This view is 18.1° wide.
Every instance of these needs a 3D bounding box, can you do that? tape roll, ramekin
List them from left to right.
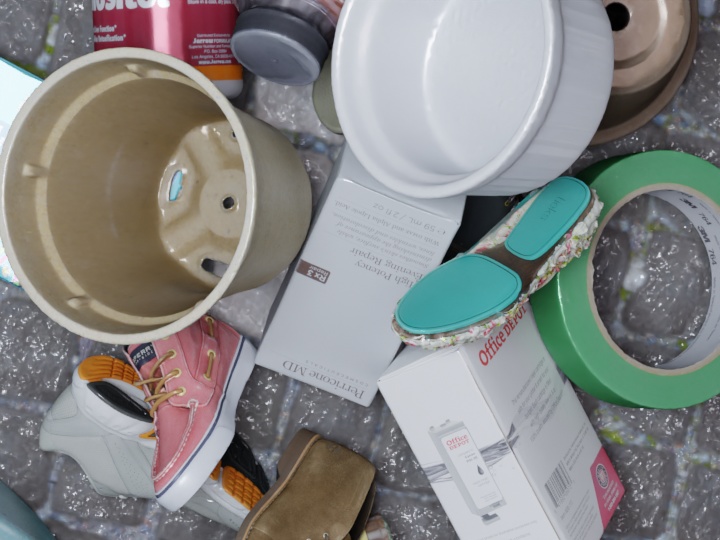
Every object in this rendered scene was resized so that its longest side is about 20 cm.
[{"bbox_3d":[0.083,-0.147,1.591,0.097,0.200,0.202,7,95,-49],"label":"ramekin"},{"bbox_3d":[0.229,0.008,1.765,0.199,0.048,0.202,1,88,-25],"label":"tape roll"}]

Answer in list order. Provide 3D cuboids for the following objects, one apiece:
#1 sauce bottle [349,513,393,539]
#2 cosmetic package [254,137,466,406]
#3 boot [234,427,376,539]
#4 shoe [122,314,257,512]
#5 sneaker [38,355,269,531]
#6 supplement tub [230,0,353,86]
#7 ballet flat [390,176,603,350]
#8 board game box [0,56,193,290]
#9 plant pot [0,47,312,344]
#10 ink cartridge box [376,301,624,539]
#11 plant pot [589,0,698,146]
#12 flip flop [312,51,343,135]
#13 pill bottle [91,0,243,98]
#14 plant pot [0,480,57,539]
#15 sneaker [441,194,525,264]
[{"bbox_3d":[-0.068,0.244,1.769,0.199,0.065,0.065,-15,97,-7],"label":"sauce bottle"},{"bbox_3d":[0.000,0.000,1.701,0.101,0.074,0.201,21,127,-4],"label":"cosmetic package"},{"bbox_3d":[-0.049,0.208,1.713,0.075,0.074,0.201,19,52,14],"label":"boot"},{"bbox_3d":[-0.141,0.092,1.686,0.091,0.200,0.071,40,120,-14],"label":"shoe"},{"bbox_3d":[-0.160,0.150,1.756,0.200,0.076,0.092,38,117,-17],"label":"sneaker"},{"bbox_3d":[-0.032,-0.239,1.676,0.106,0.107,0.201,23,65,-9],"label":"supplement tub"},{"bbox_3d":[0.105,0.008,1.646,0.200,0.064,0.076,-36,55,-23],"label":"ballet flat"},{"bbox_3d":[-0.247,-0.065,1.728,0.199,0.047,0.152,28,90,-9],"label":"board game box"},{"bbox_3d":[-0.129,-0.050,1.612,0.199,0.183,0.202,0,90,21],"label":"plant pot"},{"bbox_3d":[0.111,0.127,1.731,0.082,0.147,0.201,-23,101,28],"label":"ink cartridge box"},{"bbox_3d":[0.175,-0.188,1.709,0.199,0.175,0.202,-1,96,-8],"label":"plant pot"},{"bbox_3d":[0.026,-0.185,1.712,0.200,0.057,0.081,-44,69,29],"label":"flip flop"},{"bbox_3d":[-0.148,-0.228,1.695,0.112,0.113,0.202,-3,95,-7],"label":"pill bottle"},{"bbox_3d":[-0.318,0.242,1.680,0.199,0.196,0.197,28,91,-17],"label":"plant pot"},{"bbox_3d":[0.107,-0.071,1.728,0.106,0.200,0.075,22,47,-15],"label":"sneaker"}]
